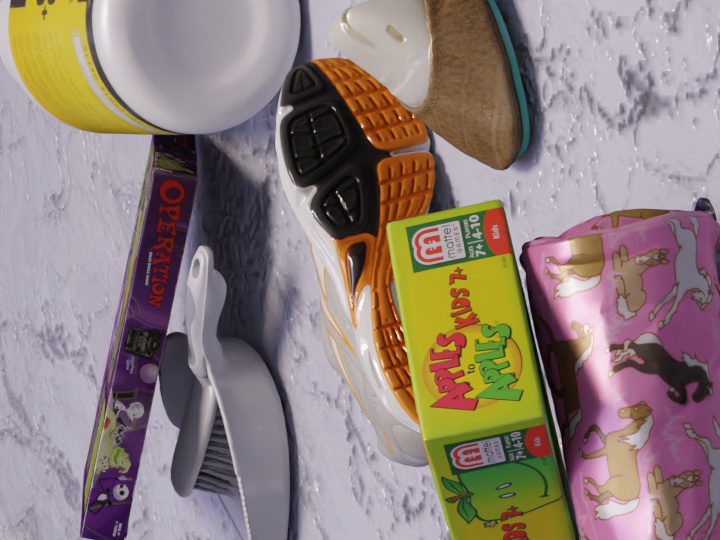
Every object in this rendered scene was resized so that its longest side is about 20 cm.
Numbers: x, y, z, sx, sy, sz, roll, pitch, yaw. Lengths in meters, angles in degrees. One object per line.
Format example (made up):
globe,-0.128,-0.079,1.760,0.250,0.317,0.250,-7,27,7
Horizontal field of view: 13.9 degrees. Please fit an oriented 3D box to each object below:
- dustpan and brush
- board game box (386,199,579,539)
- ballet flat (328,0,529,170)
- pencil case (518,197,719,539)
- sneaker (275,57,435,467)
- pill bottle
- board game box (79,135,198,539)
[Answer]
dustpan and brush,-0.076,0.063,1.549,0.140,0.057,0.201,57,145,41
board game box,0.056,0.074,1.178,0.200,0.047,0.102,73,-174,-53
ballet flat,0.014,-0.134,1.293,0.068,0.072,0.201,141,117,-63
pencil case,0.117,0.077,1.125,0.083,0.086,0.201,-24,76,61
sneaker,0.000,0.000,1.365,0.092,0.075,0.201,122,135,-59
pill bottle,-0.118,-0.127,1.523,0.200,0.111,0.113,6,102,63
board game box,-0.118,0.032,1.571,0.120,0.032,0.201,-118,39,-73
